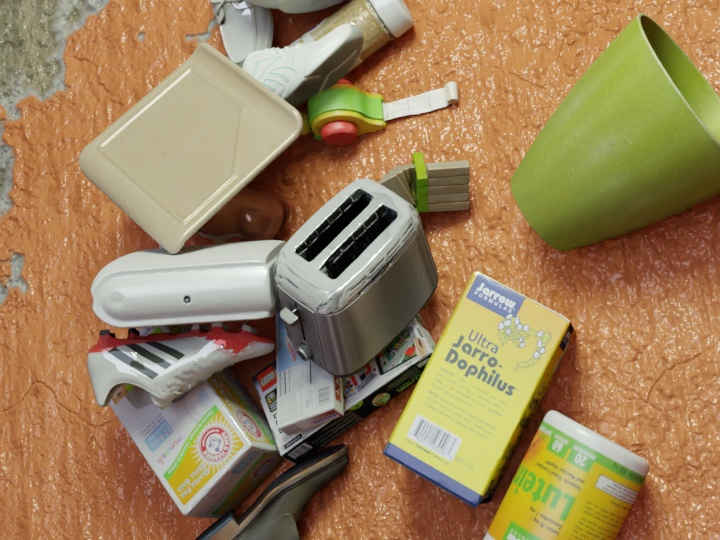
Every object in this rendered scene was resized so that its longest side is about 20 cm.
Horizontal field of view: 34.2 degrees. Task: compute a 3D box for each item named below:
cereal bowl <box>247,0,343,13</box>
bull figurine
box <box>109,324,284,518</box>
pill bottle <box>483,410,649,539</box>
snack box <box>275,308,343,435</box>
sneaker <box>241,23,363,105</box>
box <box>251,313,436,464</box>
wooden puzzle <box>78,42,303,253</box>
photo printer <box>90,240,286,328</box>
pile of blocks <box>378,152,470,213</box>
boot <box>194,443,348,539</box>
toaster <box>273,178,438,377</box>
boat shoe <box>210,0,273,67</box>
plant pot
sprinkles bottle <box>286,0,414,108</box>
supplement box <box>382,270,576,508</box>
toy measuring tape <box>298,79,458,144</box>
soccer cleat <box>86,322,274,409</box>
[{"bbox_3d":[-0.058,-0.346,1.316,0.197,0.200,0.085,-16,85,18],"label":"cereal bowl"},{"bbox_3d":[-0.182,-0.060,1.328,0.197,0.065,0.123,13,108,-3],"label":"bull figurine"},{"bbox_3d":[-0.187,0.161,1.298,0.112,0.101,0.200,-44,66,8],"label":"box"},{"bbox_3d":[0.184,0.247,1.117,0.110,0.111,0.202,26,89,25],"label":"pill bottle"},{"bbox_3d":[-0.057,0.075,1.263,0.071,0.024,0.202,-23,49,24],"label":"snack box"},{"bbox_3d":[-0.085,-0.217,1.285,0.199,0.070,0.081,-33,76,23],"label":"sneaker"},{"bbox_3d":[-0.017,0.107,1.263,0.199,0.035,0.111,-35,53,12],"label":"box"},{"bbox_3d":[-0.182,-0.132,1.259,0.200,0.037,0.184,-46,59,-10],"label":"wooden puzzle"},{"bbox_3d":[-0.178,0.013,1.232,0.197,0.166,0.071,-4,98,6],"label":"photo printer"},{"bbox_3d":[0.028,-0.083,1.278,0.198,0.082,0.063,-24,40,13],"label":"pile of blocks"},{"bbox_3d":[-0.076,0.275,1.259,0.199,0.075,0.098,-35,92,2],"label":"boot"},{"bbox_3d":[0.000,0.000,1.193,0.113,0.130,0.200,36,70,31],"label":"toaster"},{"bbox_3d":[-0.155,-0.329,1.405,0.070,0.069,0.203,-24,62,25],"label":"boat shoe"},{"bbox_3d":[0.252,-0.113,1.153,0.199,0.186,0.189,-38,66,26],"label":"plant pot"},{"bbox_3d":[-0.035,-0.254,1.350,0.199,0.068,0.069,-35,67,12],"label":"sprinkles bottle"},{"bbox_3d":[0.121,0.120,1.168,0.108,0.109,0.202,27,89,15],"label":"supplement box"},{"bbox_3d":[0.009,-0.187,1.316,0.197,0.073,0.075,-11,74,20],"label":"toy measuring tape"},{"bbox_3d":[-0.187,0.100,1.222,0.197,0.069,0.087,-3,83,0],"label":"soccer cleat"}]
